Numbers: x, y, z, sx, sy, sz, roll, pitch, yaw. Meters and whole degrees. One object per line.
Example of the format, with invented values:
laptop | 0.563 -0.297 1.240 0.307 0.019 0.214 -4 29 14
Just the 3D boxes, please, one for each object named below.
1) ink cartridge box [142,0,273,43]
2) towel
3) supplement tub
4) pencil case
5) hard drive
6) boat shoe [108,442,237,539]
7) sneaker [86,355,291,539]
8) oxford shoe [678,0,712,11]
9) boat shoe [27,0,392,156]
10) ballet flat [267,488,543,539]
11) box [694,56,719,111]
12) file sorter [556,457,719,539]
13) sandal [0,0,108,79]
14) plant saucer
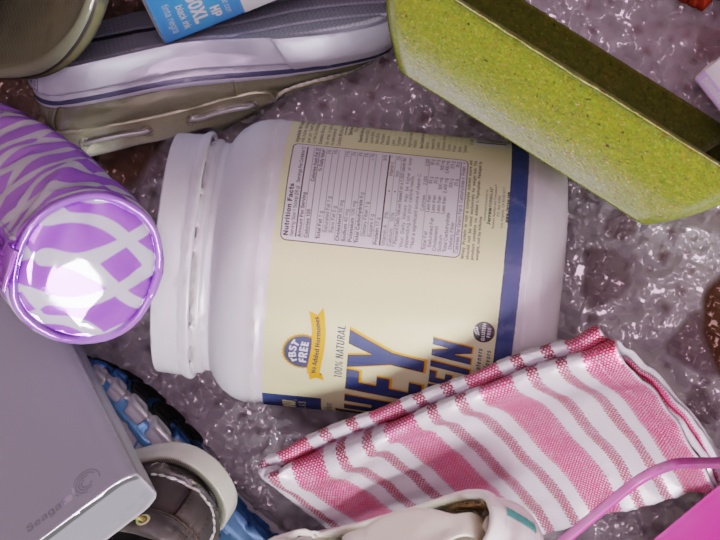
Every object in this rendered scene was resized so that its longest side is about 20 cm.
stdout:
ink cartridge box | -0.038 -0.226 1.072 0.199 0.084 0.145 -21 61 1
towel | 0.066 0.099 1.032 0.199 0.146 0.030 -23 51 21
supplement tub | 0.000 0.000 1.058 0.198 0.145 0.146 5 88 2
pencil case | -0.169 -0.029 1.039 0.085 0.200 0.084 13 99 -33
hard drive | -0.189 0.088 1.049 0.132 0.200 0.026 -37 129 0
boat shoe | -0.153 0.144 1.053 0.200 0.061 0.072 -24 111 34
sneaker | -0.102 0.134 1.094 0.087 0.075 0.200 -42 87 5
oxford shoe | 0.233 -0.158 1.097 0.199 0.071 0.073 27 84 2
boat shoe | -0.076 -0.108 1.111 0.198 0.072 0.062 -9 125 0
ballet flat | -0.010 0.148 1.017 0.199 0.069 0.070 -19 88 13
box | 0.248 -0.035 1.067 0.039 0.041 0.200 -40 65 12
file sorter | 0.170 0.202 0.963 0.139 0.125 0.201 -45 60 30
sandal | -0.210 -0.137 1.073 0.200 0.057 0.080 -8 78 29
plant saucer | 0.097 -0.089 1.039 0.199 0.200 0.048 32 103 2
